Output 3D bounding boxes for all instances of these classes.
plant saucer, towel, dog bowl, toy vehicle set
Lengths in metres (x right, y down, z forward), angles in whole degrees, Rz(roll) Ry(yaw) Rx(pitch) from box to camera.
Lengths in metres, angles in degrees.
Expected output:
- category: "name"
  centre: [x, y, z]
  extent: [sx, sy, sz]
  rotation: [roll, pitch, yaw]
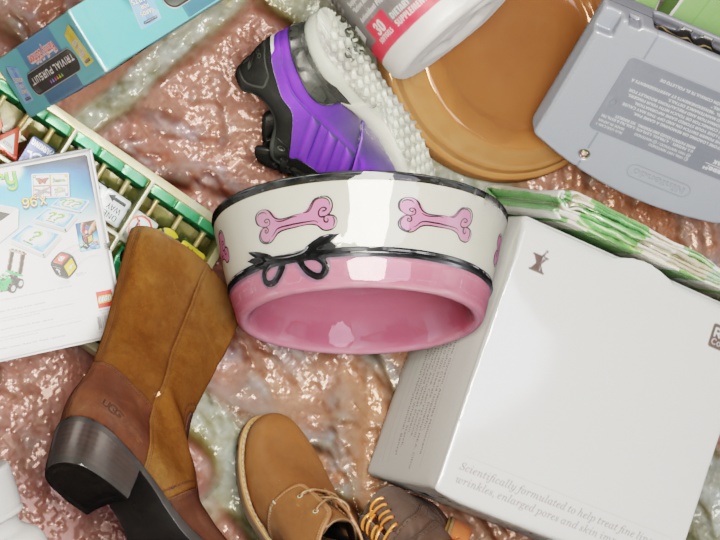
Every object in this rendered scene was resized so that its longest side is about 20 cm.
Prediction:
- category: "plant saucer"
  centre: [0.108, -0.164, 1.812]
  extent: [0.199, 0.037, 0.202]
  rotation: [0, 90, -21]
- category: "towel"
  centre: [0.195, -0.015, 1.783]
  extent: [0.199, 0.152, 0.024]
  rotation: [22, 86, -19]
- category: "dog bowl"
  centre: [0.000, 0.000, 1.675]
  extent: [0.199, 0.200, 0.074]
  rotation: [7, 72, -21]
- category: "toy vehicle set"
  centre: [-0.198, -0.030, 1.697]
  extent: [0.199, 0.026, 0.125]
  rotation: [34, 78, -18]

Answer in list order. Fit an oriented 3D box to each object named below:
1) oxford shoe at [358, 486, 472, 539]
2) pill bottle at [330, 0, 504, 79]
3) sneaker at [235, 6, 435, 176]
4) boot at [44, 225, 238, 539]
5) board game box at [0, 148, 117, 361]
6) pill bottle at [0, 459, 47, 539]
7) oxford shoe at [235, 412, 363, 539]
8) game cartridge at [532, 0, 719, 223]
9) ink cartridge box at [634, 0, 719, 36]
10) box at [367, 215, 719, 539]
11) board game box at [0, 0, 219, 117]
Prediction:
- category: "oxford shoe"
  centre: [0.026, 0.189, 1.699]
  extent: [0.073, 0.200, 0.071]
  rotation: [38, 93, 3]
- category: "pill bottle"
  centre: [0.006, -0.239, 1.720]
  extent: [0.110, 0.111, 0.200]
  rotation: [-37, 84, -17]
- category: "sneaker"
  centre: [-0.019, -0.088, 1.750]
  extent: [0.099, 0.070, 0.201]
  rotation: [-23, 124, 17]
- category: "boot"
  centre: [-0.118, 0.099, 1.667]
  extent: [0.188, 0.068, 0.201]
  rotation: [41, 46, -27]
- category: "board game box"
  centre: [-0.261, 0.000, 1.639]
  extent: [0.199, 0.035, 0.127]
  rotation: [-12, 95, -21]
- category: "pill bottle"
  centre: [-0.243, 0.232, 1.631]
  extent: [0.113, 0.114, 0.201]
  rotation: [-18, 96, -20]
- category: "oxford shoe"
  centre: [-0.028, 0.168, 1.693]
  extent: [0.071, 0.071, 0.201]
  rotation: [-1, 49, -29]
- category: "game cartridge"
  centre: [0.230, -0.105, 1.778]
  extent: [0.199, 0.041, 0.134]
  rotation: [21, 122, -13]
- category: "ink cartridge box"
  centre: [0.254, -0.152, 1.833]
  extent: [0.104, 0.059, 0.200]
  rotation: [-51, 120, -15]
- category: "box"
  centre: [0.141, 0.089, 1.773]
  extent: [0.198, 0.131, 0.201]
  rotation: [23, 81, -19]
- category: "board game box"
  centre: [-0.126, -0.181, 1.645]
  extent: [0.200, 0.151, 0.047]
  rotation: [-36, 98, -25]
